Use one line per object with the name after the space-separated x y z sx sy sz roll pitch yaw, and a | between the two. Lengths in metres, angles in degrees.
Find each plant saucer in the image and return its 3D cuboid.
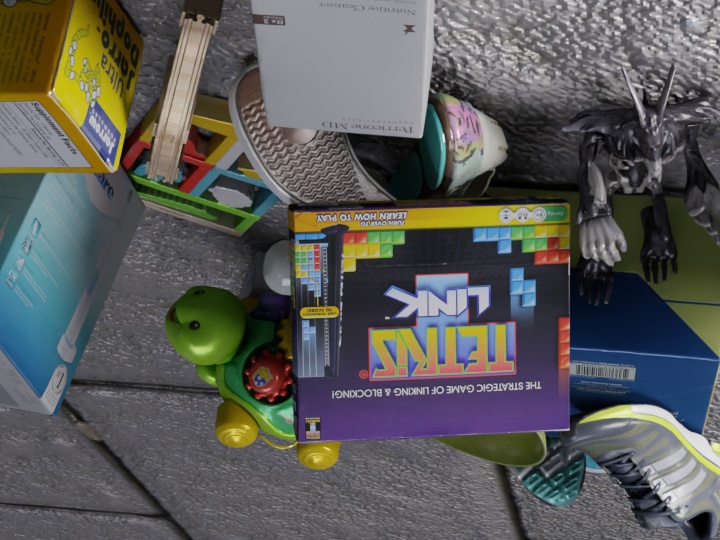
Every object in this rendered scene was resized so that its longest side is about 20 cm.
0.064 0.090 1.343 0.199 0.031 0.200 27 160 11 | plant saucer

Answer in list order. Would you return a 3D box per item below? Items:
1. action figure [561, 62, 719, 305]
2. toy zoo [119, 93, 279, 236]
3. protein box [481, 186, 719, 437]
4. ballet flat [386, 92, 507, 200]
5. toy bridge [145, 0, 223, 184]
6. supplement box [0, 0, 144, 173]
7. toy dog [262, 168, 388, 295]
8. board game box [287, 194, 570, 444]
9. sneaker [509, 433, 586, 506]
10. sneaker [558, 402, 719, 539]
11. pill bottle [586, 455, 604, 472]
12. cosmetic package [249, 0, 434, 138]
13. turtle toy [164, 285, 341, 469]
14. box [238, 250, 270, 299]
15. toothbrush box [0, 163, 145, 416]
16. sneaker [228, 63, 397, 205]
0.202 -0.053 1.196 0.118 0.103 0.201 -10 147 -3 | action figure
-0.115 -0.088 1.331 0.130 0.021 0.200 18 154 -20 | toy zoo
0.190 0.042 1.378 0.197 0.136 0.200 4 156 8 | protein box
0.068 -0.080 1.250 0.070 0.070 0.200 -7 162 -12 | ballet flat
-0.127 -0.118 1.182 0.027 0.068 0.200 14 148 -8 | toy bridge
-0.266 -0.138 1.161 0.198 0.110 0.109 1 155 17 | supplement box
0.000 0.000 1.401 0.200 0.132 0.096 39 174 -37 | toy dog
0.049 0.033 1.205 0.198 0.167 0.057 -3 -173 -6 | board game box
0.155 0.135 1.516 0.077 0.201 0.091 -27 138 5 | sneaker
0.235 0.163 1.363 0.199 0.082 0.074 25 150 -34 | sneaker
0.226 0.120 1.567 0.110 0.112 0.200 8 156 1 | pill bottle
-0.008 -0.166 1.052 0.112 0.082 0.200 4 155 5 | cosmetic package
-0.075 0.074 1.445 0.198 0.147 0.101 17 141 -17 | turtle toy
-0.015 0.047 1.573 0.198 0.042 0.156 13 155 -8 | box
-0.256 -0.014 1.292 0.085 0.201 0.147 9 151 21 | toothbrush box
-0.037 -0.070 1.255 0.200 0.073 0.085 50 167 -23 | sneaker
